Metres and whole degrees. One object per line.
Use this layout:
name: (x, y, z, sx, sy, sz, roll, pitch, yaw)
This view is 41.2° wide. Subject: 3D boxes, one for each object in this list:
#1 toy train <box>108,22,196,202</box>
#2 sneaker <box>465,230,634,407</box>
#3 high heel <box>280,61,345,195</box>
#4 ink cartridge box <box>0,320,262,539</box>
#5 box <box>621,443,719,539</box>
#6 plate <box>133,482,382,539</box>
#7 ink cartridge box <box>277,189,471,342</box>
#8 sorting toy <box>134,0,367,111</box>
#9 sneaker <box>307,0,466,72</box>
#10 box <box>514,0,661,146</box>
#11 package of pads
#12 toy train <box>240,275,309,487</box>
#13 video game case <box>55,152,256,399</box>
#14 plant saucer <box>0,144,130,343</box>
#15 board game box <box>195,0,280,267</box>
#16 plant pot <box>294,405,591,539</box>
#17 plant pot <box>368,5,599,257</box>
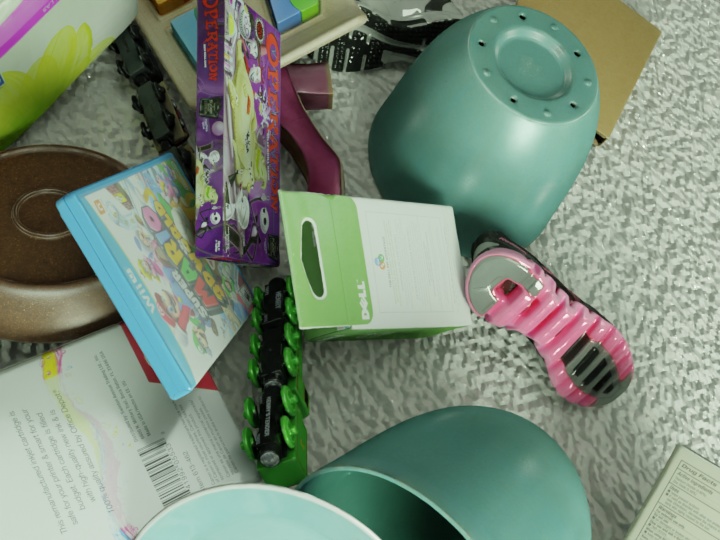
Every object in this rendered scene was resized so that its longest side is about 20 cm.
toy train: (-0.171, -0.128, 0.829, 0.034, 0.046, 0.202, -28, 70, 8)
sneaker: (0.166, 0.037, 0.849, 0.200, 0.079, 0.096, 44, 16, -20)
high heel: (-0.065, -0.098, 0.852, 0.094, 0.068, 0.203, -5, 62, -6)
ink cartridge box: (-0.191, 0.132, 0.658, 0.198, 0.083, 0.147, -22, 74, -30)
box: (0.226, 0.243, 0.707, 0.094, 0.078, 0.201, 31, 81, 28)
plate: (-0.059, 0.218, 0.621, 0.198, 0.202, 0.026, 27, 22, -5)
ink cartridge box: (0.000, 0.000, 0.764, 0.198, 0.059, 0.106, 2, 76, -46)
sorting toy: (-0.117, -0.258, 0.877, 0.183, 0.037, 0.201, -30, 67, -12)
sneaker: (0.016, -0.248, 0.959, 0.197, 0.074, 0.081, -1, 47, -26)
box: (0.238, -0.250, 1.065, 0.162, 0.021, 0.201, 35, 56, -1)
package of pads: (-0.260, -0.196, 0.747, 0.068, 0.155, 0.201, 36, 71, 6)
toy train: (-0.059, 0.078, 0.718, 0.041, 0.057, 0.201, -17, 34, 9)
video game case: (-0.135, -0.006, 0.689, 0.018, 0.200, 0.145, -27, 99, 12)
plant saucer: (-0.234, -0.033, 0.723, 0.196, 0.035, 0.202, 8, 44, -7)
board game box: (-0.095, -0.107, 0.765, 0.032, 0.120, 0.204, -1, 87, 12)
plant pot: (0.069, 0.189, 0.671, 0.201, 0.201, 0.160, 50, 44, 10)
plant pot: (0.125, -0.138, 0.876, 0.197, 0.161, 0.204, 9, 61, -16)
